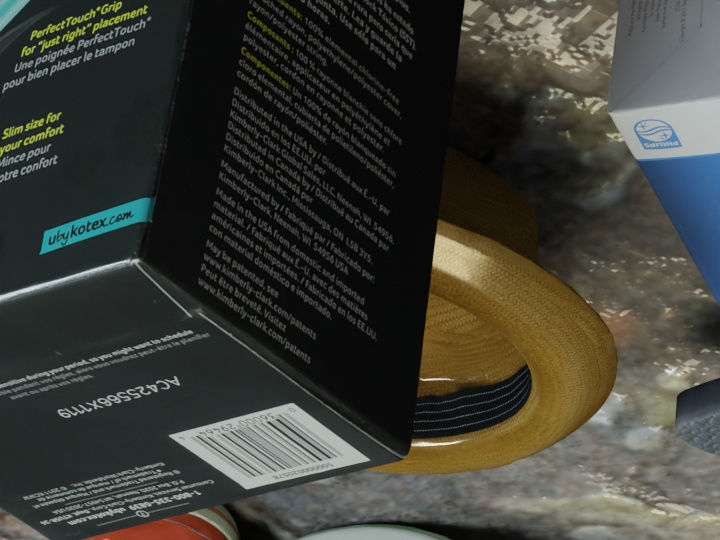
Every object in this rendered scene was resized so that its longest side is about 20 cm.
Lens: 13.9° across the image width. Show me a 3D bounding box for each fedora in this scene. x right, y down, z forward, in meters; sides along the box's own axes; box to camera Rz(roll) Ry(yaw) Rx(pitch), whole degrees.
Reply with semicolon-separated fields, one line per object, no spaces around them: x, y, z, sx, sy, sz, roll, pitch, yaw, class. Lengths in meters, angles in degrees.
0.000;0.000;1.079;0.199;0.082;0.201;11;149;7;fedora

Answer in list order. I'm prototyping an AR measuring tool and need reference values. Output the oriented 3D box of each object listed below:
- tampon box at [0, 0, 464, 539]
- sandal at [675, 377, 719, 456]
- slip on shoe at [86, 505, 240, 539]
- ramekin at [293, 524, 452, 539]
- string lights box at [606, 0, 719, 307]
-0.066;-0.041;0.917;0.149;0.201;0.126;-16;141;35;tampon box
0.214;0.028;1.120;0.199;0.043;0.076;-21;146;24;sandal
-0.091;0.151;1.358;0.074;0.061;0.200;4;146;9;slip on shoe
0.002;0.210;1.308;0.199;0.201;0.098;-3;139;17;ramekin
0.143;-0.039;0.964;0.059;0.103;0.200;-6;146;24;string lights box
